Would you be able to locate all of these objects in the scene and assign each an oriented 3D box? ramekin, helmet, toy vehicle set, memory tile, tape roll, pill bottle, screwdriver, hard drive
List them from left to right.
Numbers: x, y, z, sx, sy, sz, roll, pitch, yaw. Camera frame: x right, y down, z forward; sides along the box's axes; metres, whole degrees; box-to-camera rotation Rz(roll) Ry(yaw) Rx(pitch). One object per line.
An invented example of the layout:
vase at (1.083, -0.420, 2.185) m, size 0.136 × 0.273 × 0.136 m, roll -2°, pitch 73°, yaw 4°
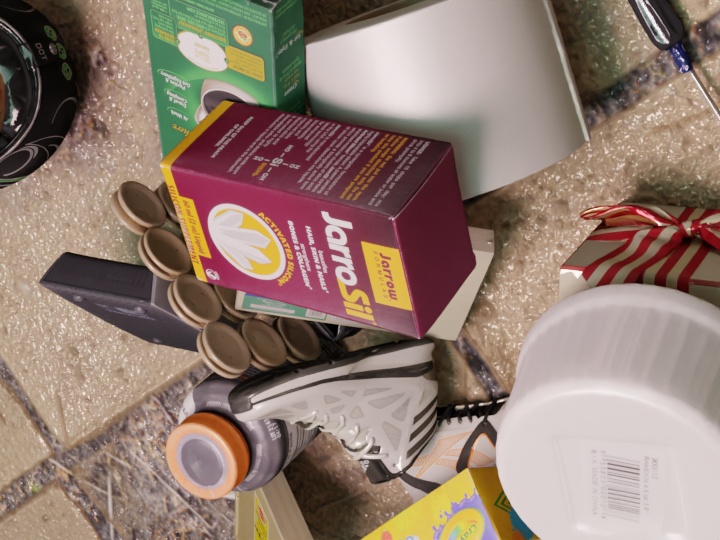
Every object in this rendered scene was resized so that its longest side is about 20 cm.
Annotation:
helmet at (-0.357, -0.161, 1.314) m, size 0.198 × 0.191 × 0.202 m, roll -1°, pitch 95°, yaw -6°
hard drive at (-0.188, 0.034, 1.316) m, size 0.134 × 0.200 × 0.043 m, roll 10°, pitch 76°, yaw 24°
memory tile at (-0.125, 0.004, 1.258) m, size 0.017 × 0.153 × 0.201 m, roll -41°, pitch 71°, yaw 29°
pill bottle at (-0.092, 0.126, 1.283) m, size 0.105 × 0.200 × 0.107 m, roll 10°, pitch 113°, yaw 24°
toy vehicle set at (-0.083, 0.251, 1.349) m, size 0.026 × 0.200 × 0.125 m, roll -5°, pitch 115°, yaw -17°
tape roll at (0.061, -0.139, 1.100) m, size 0.201 × 0.203 × 0.140 m, roll -13°, pitch 104°, yaw 30°
ramekin at (0.188, 0.118, 0.985) m, size 0.199 × 0.098 × 0.202 m, roll 15°, pitch 129°, yaw 19°
screwdriver at (0.257, -0.137, 1.099) m, size 0.029 × 0.028 × 0.201 m, roll -28°, pitch 92°, yaw 4°

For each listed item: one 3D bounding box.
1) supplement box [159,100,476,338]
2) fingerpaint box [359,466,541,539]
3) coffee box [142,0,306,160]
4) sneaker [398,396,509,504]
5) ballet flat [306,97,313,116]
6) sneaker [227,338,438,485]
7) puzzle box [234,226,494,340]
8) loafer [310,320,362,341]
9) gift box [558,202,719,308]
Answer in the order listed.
supplement box at (-0.029, -0.039, 1.016) m, size 0.199 × 0.086 × 0.111 m, roll 14°, pitch 136°, yaw 31°
fingerpaint box at (0.088, 0.242, 1.251) m, size 0.200 × 0.166 × 0.074 m, roll -40°, pitch 62°, yaw 33°
coffee box at (-0.100, -0.142, 1.081) m, size 0.122 × 0.044 × 0.201 m, roll 24°, pitch 140°, yaw 23°
sneaker at (0.099, 0.147, 1.269) m, size 0.200 × 0.074 × 0.080 m, roll -39°, pitch 88°, yaw 33°
ballet flat at (0.003, -0.088, 1.234) m, size 0.200 × 0.057 × 0.066 m, roll 47°, pitch 122°, yaw 3°
sneaker at (-0.012, 0.129, 1.211) m, size 0.075 × 0.199 × 0.117 m, roll -10°, pitch 91°, yaw 59°
puzzle box at (0.000, 0.000, 1.198) m, size 0.198 × 0.026 × 0.133 m, roll 9°, pitch 144°, yaw -8°
loafer at (-0.052, -0.031, 1.277) m, size 0.068 × 0.070 × 0.202 m, roll -26°, pitch 96°, yaw 32°
gift box at (0.252, 0.047, 1.081) m, size 0.183 × 0.200 × 0.189 m, roll 4°, pitch 110°, yaw 20°
